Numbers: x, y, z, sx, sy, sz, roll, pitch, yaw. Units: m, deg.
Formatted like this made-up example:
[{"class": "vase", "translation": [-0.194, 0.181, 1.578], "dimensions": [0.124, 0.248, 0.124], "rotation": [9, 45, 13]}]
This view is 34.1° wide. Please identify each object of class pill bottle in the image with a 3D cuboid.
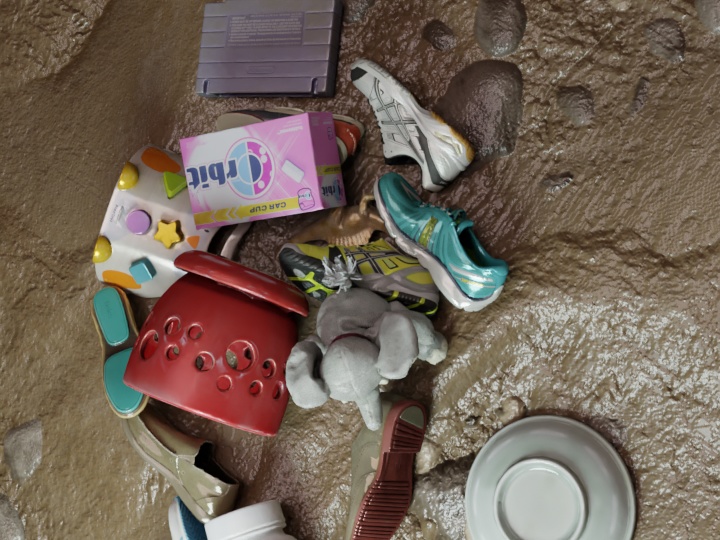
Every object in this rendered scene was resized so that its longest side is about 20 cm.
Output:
[{"class": "pill bottle", "translation": [-0.114, 0.385, 1.397], "dimensions": [0.113, 0.114, 0.202], "rotation": [-24, 74, 19]}]

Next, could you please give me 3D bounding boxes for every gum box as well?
[{"class": "gum box", "translation": [-0.125, -0.120, 1.435], "dimensions": [0.198, 0.066, 0.115], "rotation": [-7, 94, 28]}]

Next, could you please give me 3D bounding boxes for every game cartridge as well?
[{"class": "game cartridge", "translation": [-0.120, -0.292, 1.536], "dimensions": [0.198, 0.038, 0.131], "rotation": [4, 81, 25]}]

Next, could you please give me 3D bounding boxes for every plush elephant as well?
[{"class": "plush elephant", "translation": [0.001, 0.101, 1.322], "dimensions": [0.163, 0.201, 0.156], "rotation": [-14, 42, 16]}]

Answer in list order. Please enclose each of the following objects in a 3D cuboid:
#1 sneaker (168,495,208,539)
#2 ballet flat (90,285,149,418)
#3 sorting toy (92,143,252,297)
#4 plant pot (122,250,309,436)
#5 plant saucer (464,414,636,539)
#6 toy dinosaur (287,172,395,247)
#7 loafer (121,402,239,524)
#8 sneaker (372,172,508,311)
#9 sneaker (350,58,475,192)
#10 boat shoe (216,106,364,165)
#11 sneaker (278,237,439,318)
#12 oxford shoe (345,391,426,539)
[{"class": "sneaker", "translation": [-0.206, 0.381, 1.462], "dimensions": [0.080, 0.076, 0.202], "rotation": [-30, 68, 26]}, {"class": "ballet flat", "translation": [-0.304, 0.111, 1.529], "dimensions": [0.068, 0.063, 0.202], "rotation": [-18, 57, 0]}, {"class": "sorting toy", "translation": [-0.238, -0.047, 1.536], "dimensions": [0.178, 0.107, 0.202], "rotation": [19, 91, 6]}, {"class": "plant pot", "translation": [-0.164, 0.085, 1.416], "dimensions": [0.199, 0.200, 0.184], "rotation": [20, 86, 25]}, {"class": "plant saucer", "translation": [0.205, 0.262, 1.307], "dimensions": [0.198, 0.050, 0.203], "rotation": [-3, 81, 23]}, {"class": "toy dinosaur", "translation": [-0.025, -0.066, 1.449], "dimensions": [0.198, 0.058, 0.103], "rotation": [-7, 81, 23]}, {"class": "loafer", "translation": [-0.223, 0.234, 1.493], "dimensions": [0.200, 0.076, 0.068], "rotation": [45, 101, 12]}, {"class": "sneaker", "translation": [0.097, -0.047, 1.374], "dimensions": [0.200, 0.077, 0.080], "rotation": [47, 128, 13]}, {"class": "sneaker", "translation": [0.044, -0.176, 1.422], "dimensions": [0.200, 0.075, 0.088], "rotation": [45, 101, 23]}, {"class": "boat shoe", "translation": [-0.091, -0.176, 1.492], "dimensions": [0.198, 0.072, 0.063], "rotation": [11, 45, 27]}, {"class": "sneaker", "translation": [0.000, 0.000, 1.405], "dimensions": [0.198, 0.076, 0.077], "rotation": [16, 62, -3]}, {"class": "oxford shoe", "translation": [0.019, 0.243, 1.394], "dimensions": [0.074, 0.070, 0.202], "rotation": [20, 91, 49]}]
